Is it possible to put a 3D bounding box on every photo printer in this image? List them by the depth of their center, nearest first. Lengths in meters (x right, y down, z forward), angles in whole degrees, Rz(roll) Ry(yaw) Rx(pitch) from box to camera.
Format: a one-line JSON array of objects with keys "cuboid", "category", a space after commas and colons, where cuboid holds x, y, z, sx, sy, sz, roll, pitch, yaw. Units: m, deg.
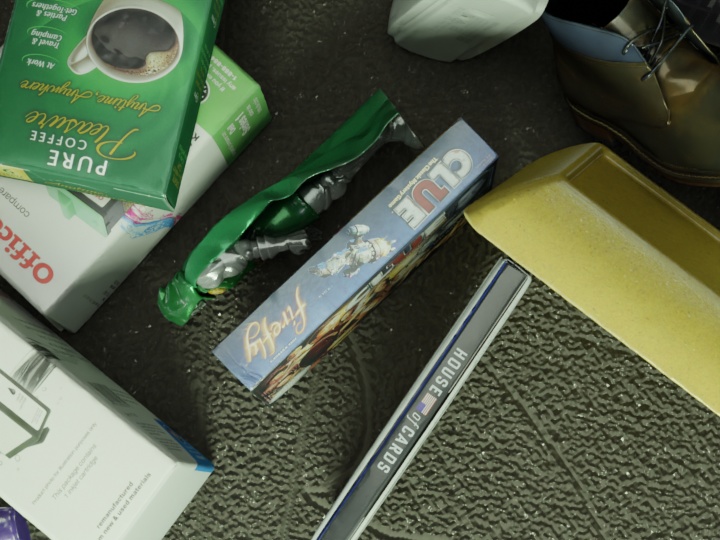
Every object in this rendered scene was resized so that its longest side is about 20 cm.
[{"cuboid": [0.086, -0.245, 0.993, 0.069, 0.166, 0.202, 17, 81, -14], "category": "photo printer"}]

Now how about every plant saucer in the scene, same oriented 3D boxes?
[{"cuboid": [0.172, -0.008, 0.932, 0.200, 0.200, 0.049, 38, 110, 7], "category": "plant saucer"}]

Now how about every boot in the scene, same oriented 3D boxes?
[{"cuboid": [0.180, -0.113, 0.933, 0.075, 0.097, 0.199, -48, 38, -15], "category": "boot"}]

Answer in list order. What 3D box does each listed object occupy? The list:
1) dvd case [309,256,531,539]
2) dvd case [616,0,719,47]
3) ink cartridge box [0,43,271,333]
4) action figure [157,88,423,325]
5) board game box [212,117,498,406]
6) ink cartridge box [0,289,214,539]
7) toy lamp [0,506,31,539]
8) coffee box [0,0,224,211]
[{"cuboid": [0.037, 0.079, 0.934, 0.025, 0.150, 0.201, 35, 94, 4], "category": "dvd case"}, {"cuboid": [0.277, -0.193, 0.968, 0.198, 0.149, 0.016, 14, 39, -16], "category": "dvd case"}, {"cuboid": [-0.178, -0.082, 1.016, 0.145, 0.084, 0.200, 42, 84, 7], "category": "ink cartridge box"}, {"cuboid": [-0.050, -0.034, 1.006, 0.199, 0.118, 0.055, -38, 93, 5], "category": "action figure"}, {"cuboid": [0.000, 0.000, 0.971, 0.200, 0.136, 0.035, -43, 82, -4], "category": "board game box"}, {"cuboid": [-0.198, 0.088, 0.960, 0.199, 0.146, 0.085, 37, 86, 8], "category": "ink cartridge box"}, {"cuboid": [-0.306, 0.197, 0.993, 0.198, 0.058, 0.059, -20, 81, 0], "category": "toy lamp"}, {"cuboid": [-0.151, -0.145, 0.961, 0.122, 0.044, 0.202, 10, 80, 3], "category": "coffee box"}]
